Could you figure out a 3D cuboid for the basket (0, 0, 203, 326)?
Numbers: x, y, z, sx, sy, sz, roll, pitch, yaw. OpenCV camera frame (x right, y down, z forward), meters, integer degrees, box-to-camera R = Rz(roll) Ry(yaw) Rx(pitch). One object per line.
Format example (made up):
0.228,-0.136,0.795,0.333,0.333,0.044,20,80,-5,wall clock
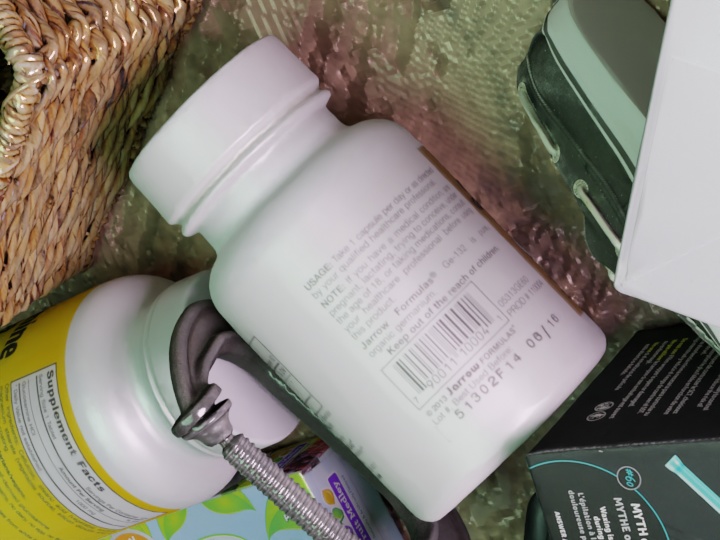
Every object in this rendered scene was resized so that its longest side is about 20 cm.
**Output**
-0.186,-0.075,1.112,0.143,0.149,0.200,35,127,11,basket

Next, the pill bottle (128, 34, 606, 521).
0.000,0.000,1.061,0.200,0.114,0.114,46,127,3,pill bottle

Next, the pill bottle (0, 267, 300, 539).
-0.125,0.068,1.169,0.200,0.112,0.113,-23,101,35,pill bottle

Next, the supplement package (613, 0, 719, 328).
0.220,-0.061,0.848,0.191,0.200,0.148,21,122,19,supplement package

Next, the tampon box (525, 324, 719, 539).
0.196,0.104,0.990,0.199,0.126,0.150,-6,110,32,tampon box

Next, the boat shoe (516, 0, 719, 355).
0.125,-0.024,0.978,0.064,0.070,0.200,-54,52,41,boat shoe

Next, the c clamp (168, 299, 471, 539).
-0.012,0.095,1.046,0.200,0.171,0.027,45,114,-1,c clamp

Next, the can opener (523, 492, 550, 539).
0.096,0.192,1.145,0.063,0.078,0.201,-147,46,-62,can opener

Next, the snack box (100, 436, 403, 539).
-0.025,0.190,1.208,0.142,0.053,0.201,-20,102,35,snack box
